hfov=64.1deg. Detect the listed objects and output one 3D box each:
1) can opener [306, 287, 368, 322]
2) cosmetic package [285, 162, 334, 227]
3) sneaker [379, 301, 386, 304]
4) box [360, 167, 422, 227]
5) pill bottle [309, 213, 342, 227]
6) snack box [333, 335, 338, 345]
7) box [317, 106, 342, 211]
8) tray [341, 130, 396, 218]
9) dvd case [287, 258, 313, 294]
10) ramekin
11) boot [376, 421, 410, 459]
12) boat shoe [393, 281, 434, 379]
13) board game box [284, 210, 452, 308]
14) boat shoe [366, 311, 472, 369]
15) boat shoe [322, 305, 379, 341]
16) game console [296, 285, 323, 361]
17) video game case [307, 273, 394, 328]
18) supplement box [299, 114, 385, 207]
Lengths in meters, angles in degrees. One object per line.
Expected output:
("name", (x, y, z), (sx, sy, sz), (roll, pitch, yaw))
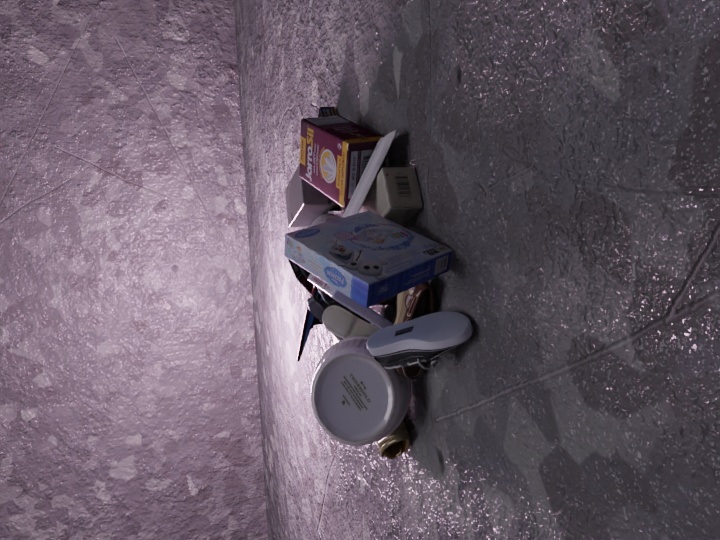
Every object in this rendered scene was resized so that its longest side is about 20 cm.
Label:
("can opener", (-0.045, 0.096, 1.249), (0.200, 0.066, 0.054), (45, -166, -45))
("cosmetic package", (-0.126, -0.183, 1.414), (0.200, 0.087, 0.111), (138, 127, -70))
("sneaker", (0.000, 0.000, 1.218), (0.202, 0.089, 0.077), (-115, 26, -45))
("box", (0.046, -0.111, 1.089), (0.200, 0.066, 0.085), (131, 132, -65))
("pill bottle", (-0.085, -0.071, 1.425), (0.200, 0.107, 0.115), (145, 118, -69))
("snack box", (-0.026, 0.262, 1.418), (0.142, 0.051, 0.208), (-145, 53, -65))
("box", (-0.075, -0.277, 1.438), (0.162, 0.048, 0.205), (113, 147, -49))
("tray", (0.009, -0.166, 1.079), (0.205, 0.022, 0.107), (-65, 5, -1))
("dvd case", (-0.117, 0.043, 1.498), (0.201, 0.025, 0.151), (50, -176, -34))
("ramekin", (-0.006, 0.230, 1.076), (0.094, 0.195, 0.210), (6, -102, -80))
("boot", (0.042, 0.319, 1.208), (0.201, 0.070, 0.160), (121, 140, -51))
("boat shoe", (0.098, 0.108, 0.994), (0.072, 0.070, 0.207), (-137, 47, -57))
("board game box", (0.012, -0.028, 0.918), (0.197, 0.196, 0.045), (30, 126, 38))
("boat shoe", (0.100, 0.123, 0.925), (0.195, 0.074, 0.069), (-20, 116, 33))
("boat shoe", (0.007, 0.142, 1.161), (0.074, 0.197, 0.062), (-54, -4, -10))
("game console", (-0.070, 0.097, 1.330), (0.203, 0.167, 0.121), (107, 150, -45))
("video game case", (0.000, 0.075, 1.114), (0.023, 0.197, 0.182), (-57, 21, -3))
("supplement box", (-0.041, -0.234, 1.206), (0.199, 0.101, 0.135), (38, 132, 48))
